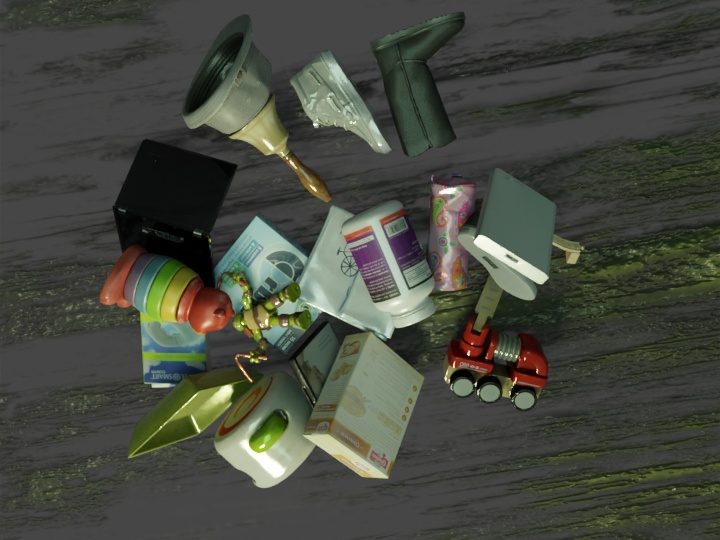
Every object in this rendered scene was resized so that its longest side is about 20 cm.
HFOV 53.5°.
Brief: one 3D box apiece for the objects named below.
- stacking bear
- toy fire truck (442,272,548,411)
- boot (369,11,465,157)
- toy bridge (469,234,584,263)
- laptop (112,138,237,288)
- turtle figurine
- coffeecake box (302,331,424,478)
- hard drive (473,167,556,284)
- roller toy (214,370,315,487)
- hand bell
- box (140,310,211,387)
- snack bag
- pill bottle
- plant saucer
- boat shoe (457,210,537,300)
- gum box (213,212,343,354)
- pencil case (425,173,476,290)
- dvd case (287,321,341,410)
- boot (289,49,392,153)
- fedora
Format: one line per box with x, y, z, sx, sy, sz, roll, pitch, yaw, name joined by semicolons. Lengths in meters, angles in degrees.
-0.312;0.043;1.207;0.199;0.121;0.114;23;85;5;stacking bear
0.254;0.124;1.285;0.175;0.129;0.201;13;114;-3;toy fire truck
0.121;-0.307;1.191;0.164;0.066;0.201;-16;100;13;boot
0.294;-0.049;1.258;0.199;0.027;0.067;4;145;0;toy bridge
-0.319;-0.096;1.252;0.187;0.116;0.201;17;133;13;laptop
-0.164;0.087;1.243;0.161;0.064;0.201;-15;88;28;turtle figurine
0.010;0.235;1.247;0.153;0.200;0.073;42;145;-27;coffeecake box
0.261;-0.079;1.187;0.132;0.200;0.026;31;133;-7;hard drive
-0.155;0.286;1.285;0.140;0.200;0.182;45;126;-11;roller toy
-0.120;-0.193;1.226;0.104;0.104;0.200;-40;114;9;hand bell
-0.339;0.129;1.315;0.121;0.048;0.201;1;103;1;box
0.000;0.000;1.261;0.199;0.021;0.189;26;86;-10;snack bag
0.053;-0.010;1.204;0.112;0.112;0.201;-23;96;6;pill bottle
-0.298;0.238;1.270;0.200;0.200;0.048;-42;74;18;plant saucer
0.245;-0.023;1.221;0.200;0.069;0.057;42;67;-28;boat shoe
-0.158;0.024;1.288;0.200;0.045;0.170;39;101;-8;gum box
0.154;-0.065;1.246;0.087;0.087;0.201;3;104;0;pencil case
-0.049;0.209;1.288;0.017;0.143;0.201;-19;105;30;dvd case
-0.034;-0.265;1.209;0.095;0.074;0.200;-33;93;14;boot
-0.203;-0.302;1.157;0.090;0.177;0.201;32;68;-33;fedora
